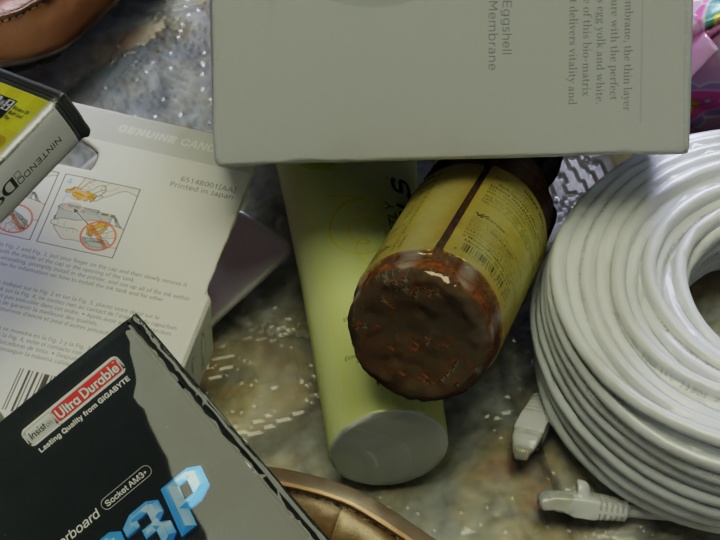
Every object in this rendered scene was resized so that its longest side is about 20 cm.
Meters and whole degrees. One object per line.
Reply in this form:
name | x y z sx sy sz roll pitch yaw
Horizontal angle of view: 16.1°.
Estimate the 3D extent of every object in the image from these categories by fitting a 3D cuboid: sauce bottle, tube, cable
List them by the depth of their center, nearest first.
sauce bottle | 0.049 -0.015 1.080 0.066 0.066 0.200 16 28 12
cable | 0.171 0.022 1.082 0.199 0.069 0.201 8 51 6
tube | 0.000 0.000 1.110 0.052 0.058 0.201 -24 45 17

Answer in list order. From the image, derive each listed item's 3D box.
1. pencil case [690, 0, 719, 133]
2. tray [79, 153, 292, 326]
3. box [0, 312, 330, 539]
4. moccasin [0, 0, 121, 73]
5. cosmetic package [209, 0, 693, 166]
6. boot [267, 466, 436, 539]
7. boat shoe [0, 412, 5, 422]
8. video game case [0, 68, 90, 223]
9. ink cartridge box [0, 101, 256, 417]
pencil case | 0.143 -0.153 1.216 0.087 0.088 0.201 -14 52 -13
tray | -0.132 0.028 1.102 0.107 0.022 0.200 33 57 23
box | -0.110 0.139 0.947 0.200 0.046 0.159 -39 68 -8
moccasin | -0.141 -0.150 1.184 0.073 0.078 0.201 21 39 32
cosmetic package | 0.034 -0.155 1.071 0.199 0.201 0.123 -1 15 -3
boot | 0.000 0.136 0.989 0.199 0.074 0.076 22 63 13
boat shoe | -0.233 0.082 0.998 0.199 0.072 0.068 -24 43 7
video game case | -0.229 -0.023 1.034 0.200 0.026 0.181 22 64 47
ink cartridge box | -0.157 0.003 1.079 0.199 0.045 0.177 13 51 9
